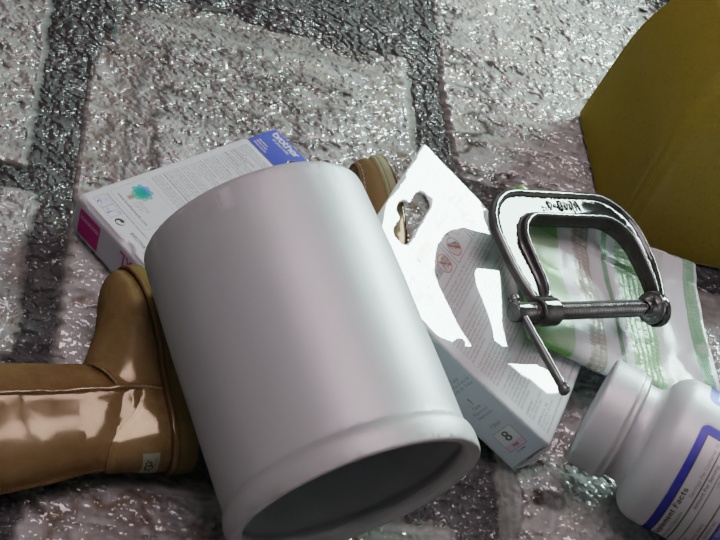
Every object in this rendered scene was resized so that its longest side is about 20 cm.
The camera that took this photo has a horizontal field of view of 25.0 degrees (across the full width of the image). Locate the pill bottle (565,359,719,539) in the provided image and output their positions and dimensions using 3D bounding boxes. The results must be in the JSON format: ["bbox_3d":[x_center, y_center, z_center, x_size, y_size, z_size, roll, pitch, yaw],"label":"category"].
[{"bbox_3d":[0.251,0.148,1.155,0.199,0.113,0.112,29,40,7],"label":"pill bottle"}]

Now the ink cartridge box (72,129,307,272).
[{"bbox_3d":[-0.106,-0.036,1.241,0.199,0.042,0.119,-25,61,-39],"label":"ink cartridge box"}]

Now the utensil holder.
[{"bbox_3d":[-0.038,0.057,1.036,0.168,0.170,0.202,-8,64,-32],"label":"utensil holder"}]

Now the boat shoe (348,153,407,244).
[{"bbox_3d":[0.000,0.000,1.207,0.066,0.074,0.202,0,57,-8],"label":"boat shoe"}]

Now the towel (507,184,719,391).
[{"bbox_3d":[0.201,0.022,1.271,0.199,0.031,0.150,23,45,-33],"label":"towel"}]

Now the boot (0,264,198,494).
[{"bbox_3d":[-0.217,0.068,1.056,0.198,0.067,0.176,-2,46,-25],"label":"boot"}]

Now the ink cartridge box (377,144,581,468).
[{"bbox_3d":[0.081,0.025,1.206,0.200,0.057,0.163,41,39,-7],"label":"ink cartridge box"}]

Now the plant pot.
[{"bbox_3d":[0.330,-0.139,1.438,0.193,0.201,0.195,11,41,-13],"label":"plant pot"}]

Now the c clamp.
[{"bbox_3d":[0.168,0.010,1.217,0.199,0.027,0.172,-7,60,-44],"label":"c clamp"}]
